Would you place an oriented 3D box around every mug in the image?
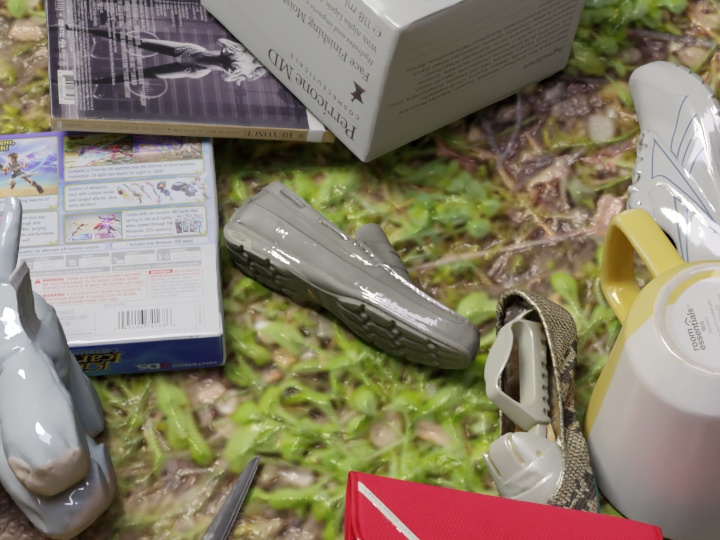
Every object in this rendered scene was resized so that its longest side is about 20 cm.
[{"bbox_3d":[0.204,0.063,1.409,0.186,0.153,0.149,30,62,19],"label":"mug"}]

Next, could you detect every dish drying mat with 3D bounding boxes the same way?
[{"bbox_3d":[0.088,0.166,1.345,0.200,0.018,0.077,10,43,-8],"label":"dish drying mat"}]

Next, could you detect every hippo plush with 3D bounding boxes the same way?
[{"bbox_3d":[-0.251,0.095,1.382,0.161,0.200,0.159,-17,38,0],"label":"hippo plush"}]

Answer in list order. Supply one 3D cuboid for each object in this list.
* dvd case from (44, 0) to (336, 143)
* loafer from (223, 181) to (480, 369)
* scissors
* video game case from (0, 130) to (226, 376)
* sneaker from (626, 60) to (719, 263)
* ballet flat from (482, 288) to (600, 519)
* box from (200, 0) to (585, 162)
[{"bbox_3d":[-0.123,-0.147,1.597,0.200,0.016,0.149,2,43,-12],"label":"dvd case"},{"bbox_3d":[0.000,0.000,1.504,0.200,0.070,0.070,30,70,20],"label":"loafer"},{"bbox_3d":[-0.104,0.203,1.404,0.073,0.014,0.200,32,61,23],"label":"scissors"},{"bbox_3d":[-0.196,-0.013,1.528,0.200,0.045,0.181,-4,56,-3],"label":"video game case"},{"bbox_3d":[0.218,-0.063,1.544,0.087,0.075,0.200,-15,56,-3],"label":"sneaker"},{"bbox_3d":[0.107,0.098,1.431,0.068,0.075,0.200,-26,49,31],"label":"ballet flat"},{"bbox_3d":[0.026,-0.212,1.587,0.200,0.131,0.199,-27,58,-32],"label":"box"}]
